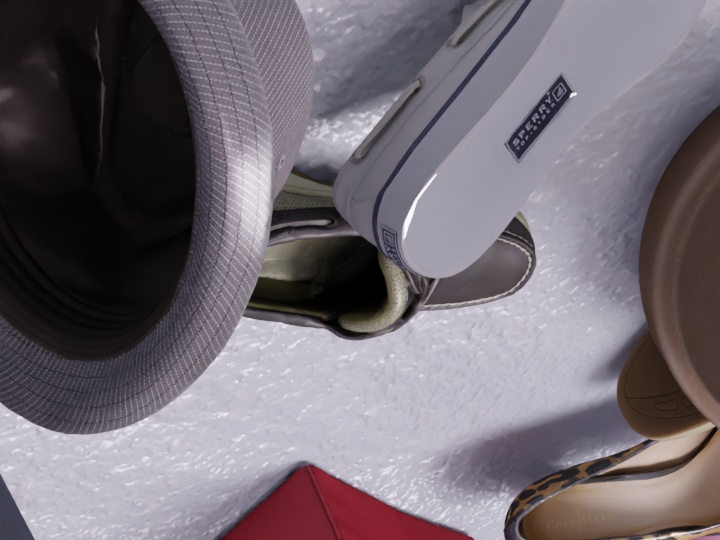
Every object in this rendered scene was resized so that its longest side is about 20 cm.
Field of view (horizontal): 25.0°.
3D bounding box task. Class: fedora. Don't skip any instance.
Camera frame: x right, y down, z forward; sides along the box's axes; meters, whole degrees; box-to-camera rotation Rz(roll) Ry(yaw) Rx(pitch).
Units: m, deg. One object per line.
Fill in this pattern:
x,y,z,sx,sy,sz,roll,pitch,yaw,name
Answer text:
-0.084,-0.051,0.564,0.090,0.176,0.201,-30,152,-47,fedora

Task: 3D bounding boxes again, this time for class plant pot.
0.232,0.024,0.722,0.198,0.175,0.202,1,112,1,plant pot

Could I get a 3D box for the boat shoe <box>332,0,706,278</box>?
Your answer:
0.067,-0.086,0.657,0.201,0.066,0.072,-51,136,-5,boat shoe

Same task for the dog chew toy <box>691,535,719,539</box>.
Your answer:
0.196,0.211,1.009,0.123,0.125,0.201,2,124,-31,dog chew toy

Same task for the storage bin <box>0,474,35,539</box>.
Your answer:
-0.198,0.131,0.646,0.134,0.200,0.146,-42,139,3,storage bin

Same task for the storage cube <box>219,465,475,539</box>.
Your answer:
-0.006,0.243,0.875,0.200,0.181,0.170,-43,138,16,storage cube

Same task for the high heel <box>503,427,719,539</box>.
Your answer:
0.178,0.114,0.878,0.199,0.072,0.142,-28,165,31,high heel

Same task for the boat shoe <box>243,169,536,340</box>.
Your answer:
0.000,-0.001,0.708,0.199,0.066,0.072,7,129,-35,boat shoe

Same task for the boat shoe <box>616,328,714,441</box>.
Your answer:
0.228,0.028,0.864,0.199,0.072,0.064,-37,147,18,boat shoe
